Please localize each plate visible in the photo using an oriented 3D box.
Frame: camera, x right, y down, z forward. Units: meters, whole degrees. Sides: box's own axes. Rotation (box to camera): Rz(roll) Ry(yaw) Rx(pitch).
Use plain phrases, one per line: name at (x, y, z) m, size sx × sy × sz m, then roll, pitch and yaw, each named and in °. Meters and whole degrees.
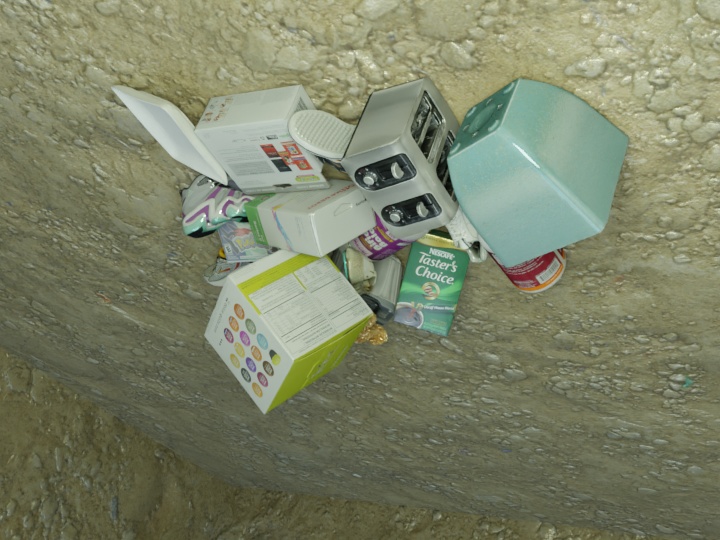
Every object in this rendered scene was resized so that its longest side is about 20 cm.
plate at (-0.338, -0.253, 1.406) m, size 0.199 × 0.032 × 0.200 m, roll 27°, pitch 162°, yaw 41°

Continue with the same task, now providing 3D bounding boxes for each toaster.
toaster at (-0.003, 0.019, 1.646) m, size 0.198 × 0.131 × 0.114 m, roll 21°, pitch 150°, yaw -7°
toaster at (0.078, -0.181, 1.218) m, size 0.117 × 0.202 × 0.181 m, roll -9°, pitch 134°, yaw 34°

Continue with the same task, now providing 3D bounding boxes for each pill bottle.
pill bottle at (0.040, -0.083, 1.466) m, size 0.111 × 0.113 × 0.199 m, roll 29°, pitch 148°, yaw -21°
pill bottle at (0.278, -0.057, 1.381) m, size 0.112 × 0.114 × 0.200 m, roll -8°, pitch 141°, yaw 38°

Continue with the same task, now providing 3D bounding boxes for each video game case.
video game case at (-0.212, -0.106, 1.559) m, size 0.198 × 0.023 × 0.185 m, roll -2°, pitch 112°, yaw 32°

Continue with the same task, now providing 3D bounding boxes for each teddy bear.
teddy bear at (-0.026, 0.105, 1.585) m, size 0.143 × 0.067 × 0.200 m, roll 18°, pitch 159°, yaw 26°

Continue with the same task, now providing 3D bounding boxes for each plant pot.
plant pot at (0.245, -0.161, 1.153) m, size 0.199 × 0.198 × 0.195 m, roll 39°, pitch 145°, yaw -20°

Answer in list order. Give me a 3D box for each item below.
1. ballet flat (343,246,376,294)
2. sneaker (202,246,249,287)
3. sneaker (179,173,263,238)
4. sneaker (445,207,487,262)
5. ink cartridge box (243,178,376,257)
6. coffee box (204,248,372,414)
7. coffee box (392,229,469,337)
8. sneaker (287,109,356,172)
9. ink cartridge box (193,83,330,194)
ballet flat at (0.000, 0.000, 1.476) m, size 0.061 × 0.068 × 0.200 m, roll -5°, pitch 165°, yaw -1°
sneaker at (-0.303, -0.026, 1.802) m, size 0.199 × 0.079 × 0.082 m, roll -25°, pitch 127°, yaw 38°
sneaker at (-0.266, -0.158, 1.508) m, size 0.197 × 0.142 × 0.078 m, roll -16°, pitch 168°, yaw 9°
sneaker at (0.183, -0.092, 1.409) m, size 0.075 × 0.082 × 0.200 m, roll -10°, pitch 140°, yaw 42°
ink cartridge box at (-0.091, -0.102, 1.403) m, size 0.199 × 0.145 × 0.089 m, roll 10°, pitch 123°, yaw 47°
coffee box at (-0.134, 0.099, 1.425) m, size 0.198 × 0.199 × 0.200 m, roll 49°, pitch 140°, yaw 16°
coffee box at (0.143, 0.021, 1.540) m, size 0.121 × 0.044 × 0.203 m, roll 16°, pitch 110°, yaw 5°
sneaker at (-0.041, -0.207, 1.288) m, size 0.198 × 0.080 × 0.079 m, roll 8°, pitch 158°, yaw -31°
ink cartridge box at (-0.158, -0.223, 1.363) m, size 0.198 × 0.085 × 0.176 m, roll 0°, pitch 145°, yaw 29°
